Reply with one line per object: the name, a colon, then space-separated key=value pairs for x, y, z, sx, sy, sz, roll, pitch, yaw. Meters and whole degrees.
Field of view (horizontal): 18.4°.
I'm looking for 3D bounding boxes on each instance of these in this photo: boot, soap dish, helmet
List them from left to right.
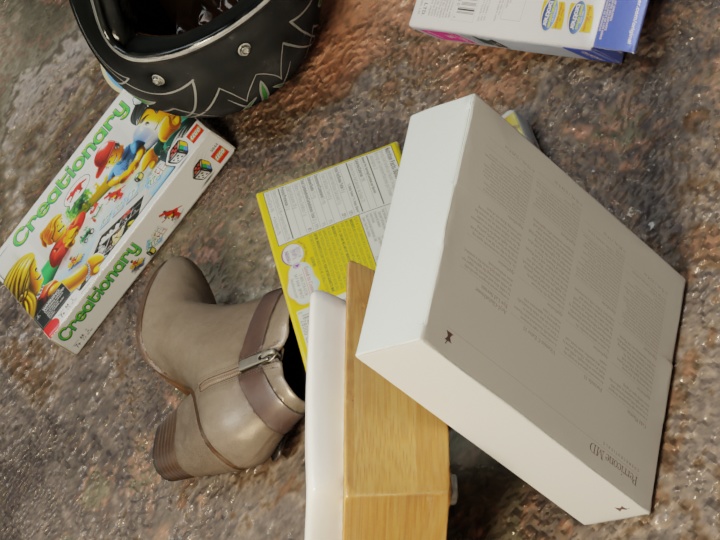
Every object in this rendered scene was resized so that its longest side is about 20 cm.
helmet: x=-0.121 y=-0.208 z=1.640 sx=0.199 sy=0.191 sz=0.200 roll=-33 pitch=4 yaw=3
boot: x=-0.079 y=0.047 z=1.470 sx=0.146 sy=0.070 sz=0.201 roll=-34 pitch=46 yaw=35
soap dish: x=0.008 y=0.119 z=1.230 sx=0.081 sy=0.201 sz=0.158 roll=0 pitch=49 yaw=-1

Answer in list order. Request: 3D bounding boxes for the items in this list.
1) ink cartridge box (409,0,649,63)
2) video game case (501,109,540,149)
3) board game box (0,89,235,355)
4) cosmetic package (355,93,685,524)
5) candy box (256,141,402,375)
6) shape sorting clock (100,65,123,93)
ink cartridge box: x=0.126 y=-0.202 z=1.445 sx=0.199 sy=0.042 sz=0.120 roll=14 pitch=87 yaw=47
video game case: x=0.050 y=0.017 z=1.398 sx=0.200 sy=0.023 sz=0.182 roll=-41 pitch=37 yaw=19
board game box: x=-0.194 y=-0.047 z=1.710 sx=0.200 sy=0.035 sz=0.126 roll=-52 pitch=42 yaw=2
cosmetic package: x=0.091 y=0.024 z=1.188 sx=0.051 sy=0.200 sz=0.152 roll=-17 pitch=48 yaw=39
candy box: x=0.000 y=0.000 z=1.395 sx=0.102 sy=0.027 sz=0.201 roll=-18 pitch=40 yaw=0
shape sorting clock: x=-0.143 y=-0.229 z=1.812 sx=0.199 sy=0.039 sz=0.201 roll=-30 pitch=41 yaw=30
